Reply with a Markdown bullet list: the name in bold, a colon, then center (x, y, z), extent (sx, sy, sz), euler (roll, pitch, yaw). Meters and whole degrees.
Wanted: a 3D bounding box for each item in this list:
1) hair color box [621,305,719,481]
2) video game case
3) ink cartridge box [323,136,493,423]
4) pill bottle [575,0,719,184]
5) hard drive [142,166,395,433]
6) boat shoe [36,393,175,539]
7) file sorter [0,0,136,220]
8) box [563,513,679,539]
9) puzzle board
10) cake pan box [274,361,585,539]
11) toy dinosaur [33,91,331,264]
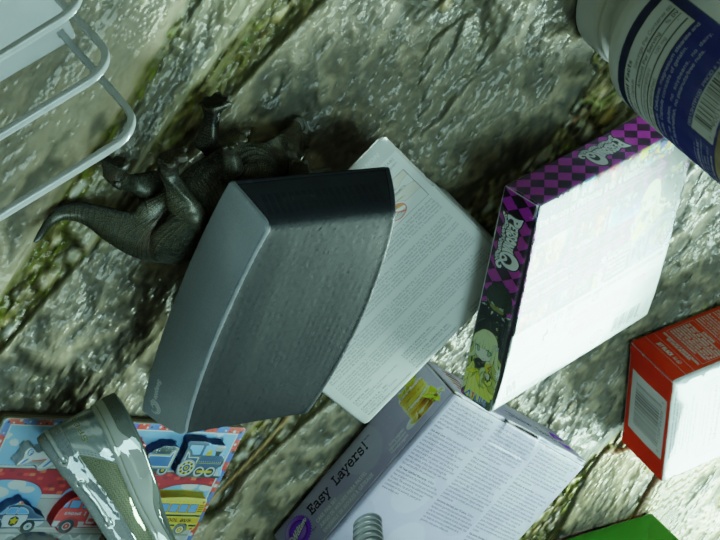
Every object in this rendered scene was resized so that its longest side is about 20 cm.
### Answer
- **hair color box**: center (0.313, 0.082, 1.843), extent (0.200, 0.064, 0.111), euler (-19, 132, -23)
- **video game case**: center (0.159, -0.012, 1.628), extent (0.200, 0.036, 0.182), euler (-28, 140, -42)
- **ink cartridge box**: center (0.000, 0.000, 1.552), extent (0.161, 0.050, 0.200), euler (-45, 136, 3)
- **pill bottle**: center (0.236, -0.138, 1.499), extent (0.119, 0.200, 0.120), euler (-20, 134, -23)
- **hard drive**: center (-0.055, 0.024, 1.449), extent (0.135, 0.042, 0.200), euler (-7, 136, -35)
- **boat shoe**: center (-0.165, 0.173, 1.527), extent (0.065, 0.074, 0.202), euler (-22, 131, -13)
- **file sorter**: center (-0.223, -0.141, 1.206), extent (0.139, 0.125, 0.200), euler (-33, 137, -12)
- **box**: center (0.179, 0.320, 1.914), extent (0.200, 0.097, 0.177), euler (-12, 128, -31)
- **puzzle board**: center (-0.187, 0.166, 1.567), extent (0.200, 0.017, 0.151), euler (6, 119, -40)
- **cake pan box**: center (0.058, 0.178, 1.738), extent (0.184, 0.052, 0.200), euler (-50, 138, 11)
- **toy dinosaur**: center (-0.102, -0.043, 1.415), extent (0.200, 0.077, 0.102), euler (-32, 130, -16)
